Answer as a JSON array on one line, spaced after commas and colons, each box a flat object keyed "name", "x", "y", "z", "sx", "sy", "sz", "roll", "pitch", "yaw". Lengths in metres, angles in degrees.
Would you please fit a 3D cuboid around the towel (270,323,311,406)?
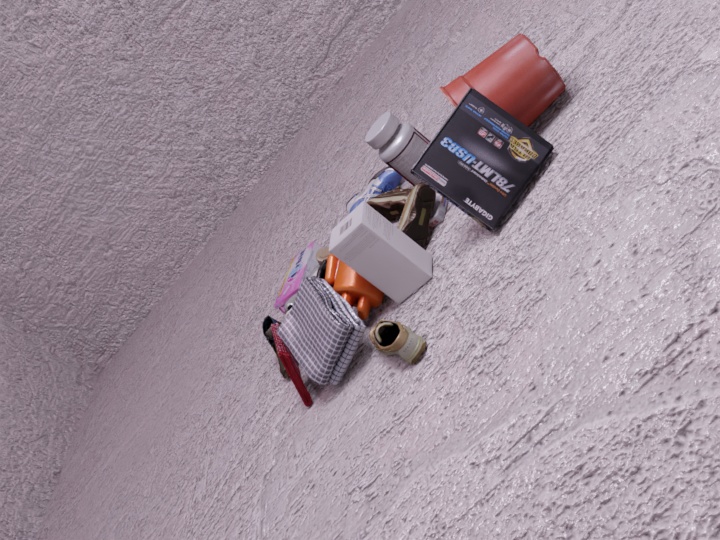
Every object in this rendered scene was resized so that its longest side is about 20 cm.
[{"name": "towel", "x": -0.157, "y": 0.211, "z": 1.767, "sx": 0.022, "sy": 0.145, "sz": 0.200, "roll": -26, "pitch": 21, "yaw": -4}]

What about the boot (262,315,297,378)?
[{"name": "boot", "x": -0.209, "y": 0.191, "z": 1.958, "sx": 0.075, "sy": 0.097, "sz": 0.200, "roll": -47, "pitch": 21, "yaw": 18}]

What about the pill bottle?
[{"name": "pill bottle", "x": 0.114, "y": -0.282, "z": 1.857, "sx": 0.110, "sy": 0.200, "sz": 0.110, "roll": -45, "pitch": 22, "yaw": 23}]

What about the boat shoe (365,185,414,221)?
[{"name": "boat shoe", "x": 0.088, "y": -0.171, "z": 1.936, "sx": 0.075, "sy": 0.075, "sz": 0.202, "roll": -53, "pitch": 28, "yaw": -19}]

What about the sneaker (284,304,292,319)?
[{"name": "sneaker", "x": -0.130, "y": 0.115, "z": 1.858, "sx": 0.080, "sy": 0.130, "sz": 0.199, "roll": -53, "pitch": 20, "yaw": -2}]

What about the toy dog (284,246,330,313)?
[{"name": "toy dog", "x": -0.097, "y": 0.041, "z": 1.963, "sx": 0.096, "sy": 0.132, "sz": 0.200, "roll": 20, "pitch": 81, "yaw": 37}]

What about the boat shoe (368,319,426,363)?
[{"name": "boat shoe", "x": 0.059, "y": 0.126, "z": 1.513, "sx": 0.074, "sy": 0.066, "sz": 0.200, "roll": -57, "pitch": 20, "yaw": -10}]

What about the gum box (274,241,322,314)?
[{"name": "gum box", "x": -0.162, "y": 0.029, "z": 2.160, "sx": 0.113, "sy": 0.066, "sz": 0.200, "roll": -35, "pitch": 27, "yaw": 39}]

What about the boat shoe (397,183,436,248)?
[{"name": "boat shoe", "x": 0.111, "y": -0.095, "z": 1.726, "sx": 0.076, "sy": 0.072, "sz": 0.200, "roll": 2, "pitch": 69, "yaw": 67}]

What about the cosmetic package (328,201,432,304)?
[{"name": "cosmetic package", "x": 0.044, "y": -0.034, "z": 1.612, "sx": 0.108, "sy": 0.200, "sz": 0.085, "roll": -39, "pitch": 26, "yaw": 29}]

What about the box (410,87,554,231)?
[{"name": "box", "x": 0.231, "y": -0.212, "z": 1.488, "sx": 0.199, "sy": 0.200, "sz": 0.050, "roll": -53, "pitch": -2, "yaw": -1}]

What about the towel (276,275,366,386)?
[{"name": "towel", "x": -0.089, "y": 0.125, "z": 1.662, "sx": 0.200, "sy": 0.085, "sz": 0.166, "roll": 47, "pitch": 125, "yaw": 41}]

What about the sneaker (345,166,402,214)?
[{"name": "sneaker", "x": 0.048, "y": -0.199, "z": 2.083, "sx": 0.200, "sy": 0.076, "sz": 0.077, "roll": -45, "pitch": 44, "yaw": 23}]

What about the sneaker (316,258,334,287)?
[{"name": "sneaker", "x": -0.056, "y": -0.004, "z": 1.879, "sx": 0.098, "sy": 0.071, "sz": 0.201, "roll": 96, "pitch": -163, "yaw": -51}]

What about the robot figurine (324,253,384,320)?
[{"name": "robot figurine", "x": 0.006, "y": 0.007, "z": 1.729, "sx": 0.144, "sy": 0.117, "sz": 0.200, "roll": -9, "pitch": 60, "yaw": 42}]

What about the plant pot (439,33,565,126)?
[{"name": "plant pot", "x": 0.300, "y": -0.365, "z": 1.598, "sx": 0.195, "sy": 0.201, "sz": 0.201, "roll": -40, "pitch": 23, "yaw": 14}]

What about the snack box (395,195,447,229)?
[{"name": "snack box", "x": 0.124, "y": -0.102, "z": 1.800, "sx": 0.200, "sy": 0.024, "sz": 0.072, "roll": -34, "pitch": 30, "yaw": 43}]
